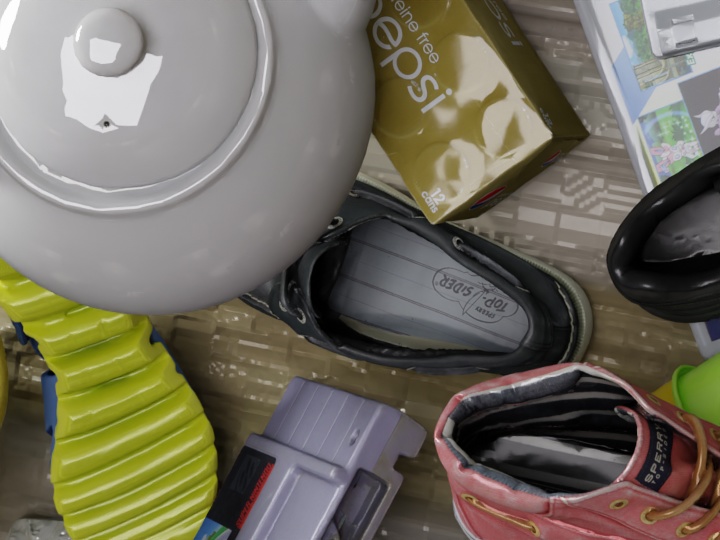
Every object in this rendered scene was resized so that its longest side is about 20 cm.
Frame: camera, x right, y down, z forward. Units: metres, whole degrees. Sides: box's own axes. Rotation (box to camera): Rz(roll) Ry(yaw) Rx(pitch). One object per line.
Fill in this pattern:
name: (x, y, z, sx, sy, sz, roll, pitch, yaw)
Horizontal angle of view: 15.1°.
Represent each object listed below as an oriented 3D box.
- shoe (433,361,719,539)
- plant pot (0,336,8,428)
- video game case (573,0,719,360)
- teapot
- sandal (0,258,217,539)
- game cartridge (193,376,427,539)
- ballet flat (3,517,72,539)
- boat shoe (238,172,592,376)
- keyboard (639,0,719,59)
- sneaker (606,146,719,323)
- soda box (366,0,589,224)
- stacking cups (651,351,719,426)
shoe: (0.127, 0.088, 1.054, 0.199, 0.091, 0.072, 8, 68, 15)
plant pot: (-0.236, 0.055, 1.181, 0.142, 0.200, 0.201, -21, 86, 36)
video game case: (0.194, -0.085, 1.131, 0.182, 0.022, 0.201, -21, 87, 19)
teapot: (-0.093, -0.075, 1.079, 0.197, 0.146, 0.201, 19, 88, 7)
sandal: (-0.115, 0.041, 1.222, 0.079, 0.087, 0.201, -14, 108, -5)
game cartridge: (-0.050, 0.141, 1.155, 0.038, 0.130, 0.201, 31, 83, -22)
ballet flat: (-0.118, 0.205, 1.238, 0.072, 0.072, 0.201, -24, 85, 19)
boat shoe: (0.000, 0.002, 1.181, 0.199, 0.066, 0.075, 24, 101, 17)
keyboard: (0.208, -0.135, 1.107, 0.199, 0.011, 0.057, -12, 85, 19)
sneaker: (0.185, -0.037, 1.079, 0.200, 0.091, 0.076, -35, 81, 17)
soda box: (0.013, -0.120, 1.170, 0.068, 0.064, 0.200, -35, 82, 18)
stacking cups: (0.189, 0.030, 1.109, 0.200, 0.060, 0.061, -38, 81, 24)
